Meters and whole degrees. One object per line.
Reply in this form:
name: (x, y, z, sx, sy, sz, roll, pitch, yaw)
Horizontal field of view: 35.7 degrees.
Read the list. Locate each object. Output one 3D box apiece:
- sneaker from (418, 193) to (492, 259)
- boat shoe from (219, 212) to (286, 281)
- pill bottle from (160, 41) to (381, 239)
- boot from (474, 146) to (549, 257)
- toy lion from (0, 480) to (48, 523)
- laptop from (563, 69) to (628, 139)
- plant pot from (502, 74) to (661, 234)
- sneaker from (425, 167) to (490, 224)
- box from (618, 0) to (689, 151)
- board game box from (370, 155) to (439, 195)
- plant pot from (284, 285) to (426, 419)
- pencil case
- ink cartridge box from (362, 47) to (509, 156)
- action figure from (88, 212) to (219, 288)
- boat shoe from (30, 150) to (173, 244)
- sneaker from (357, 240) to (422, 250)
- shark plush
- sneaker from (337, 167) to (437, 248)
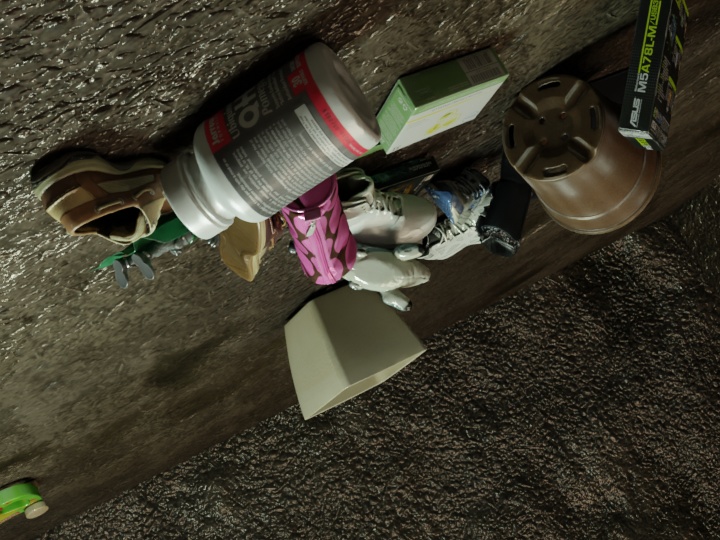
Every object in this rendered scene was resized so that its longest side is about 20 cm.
sneaker: (0.173, -0.069, 2.019, 0.199, 0.076, 0.115, -34, 170, 34)
boat shoe: (-0.130, -0.055, 1.370, 0.072, 0.072, 0.201, -49, 169, -21)
pill bottle: (-0.088, -0.116, 1.059, 0.198, 0.112, 0.111, -32, 169, 14)
boot: (0.242, -0.102, 1.788, 0.075, 0.171, 0.200, 14, 168, 18)
toy lion: (-0.736, 0.477, 2.200, 0.198, 0.069, 0.192, -28, 161, -7)
laptop: (0.356, -0.257, 1.827, 0.185, 0.118, 0.199, -22, -164, -30)
plant pot: (0.304, -0.172, 1.589, 0.199, 0.203, 0.197, -33, 154, 21)
sneaker: (0.159, -0.129, 1.774, 0.085, 0.077, 0.200, -41, 174, 11)
box: (0.382, -0.263, 1.450, 0.047, 0.197, 0.199, 8, -177, 21)
board game box: (0.019, -0.094, 1.638, 0.134, 0.028, 0.200, -20, 166, -30)
plant pot: (-0.031, 0.138, 2.110, 0.198, 0.179, 0.200, -21, 167, -33)
pencil case: (-0.053, -0.055, 1.348, 0.090, 0.095, 0.201, -25, 153, -2)
ink cartridge box: (0.076, -0.182, 1.356, 0.144, 0.048, 0.200, -24, 165, -29)
action figure: (-0.185, -0.047, 1.193, 0.117, 0.055, 0.200, -13, -161, 37)
boat shoe: (-0.227, -0.059, 1.051, 0.075, 0.075, 0.199, -33, 168, 22)
sneaker: (0.040, -0.058, 1.633, 0.097, 0.072, 0.200, -1, -168, 9)
shark plush: (0.000, 0.000, 1.510, 0.196, 0.093, 0.083, 0, -165, -7)
sneaker: (0.019, -0.083, 1.471, 0.196, 0.075, 0.116, -4, 159, -16)
